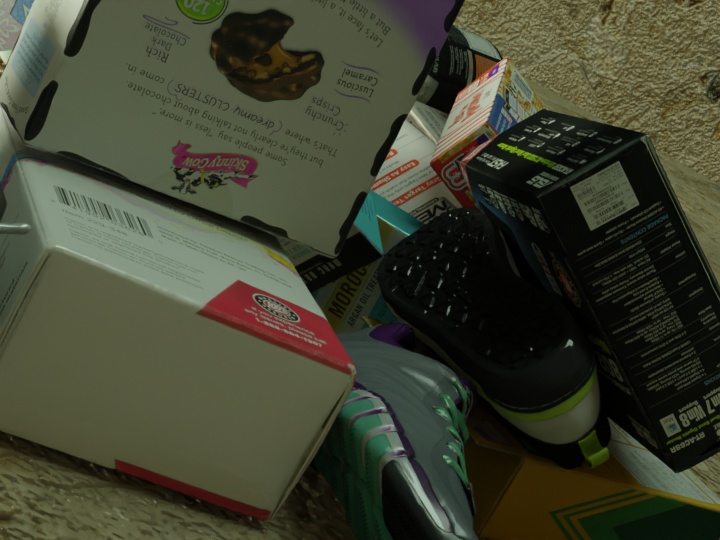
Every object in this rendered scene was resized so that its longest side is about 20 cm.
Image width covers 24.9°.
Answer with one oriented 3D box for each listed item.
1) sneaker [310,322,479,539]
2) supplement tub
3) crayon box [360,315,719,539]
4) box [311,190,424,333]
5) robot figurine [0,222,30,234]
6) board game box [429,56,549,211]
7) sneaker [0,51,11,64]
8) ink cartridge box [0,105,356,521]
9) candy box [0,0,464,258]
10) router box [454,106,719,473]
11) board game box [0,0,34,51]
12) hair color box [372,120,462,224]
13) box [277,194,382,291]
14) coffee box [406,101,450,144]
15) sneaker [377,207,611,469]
[{"bbox_3d":[0.027,0.075,0.725,0.087,0.075,0.200,-15,33,-18],"label":"sneaker"},{"bbox_3d":[0.080,-0.209,1.770,0.122,0.123,0.199,39,16,35],"label":"supplement tub"},{"bbox_3d":[0.091,0.098,0.875,0.199,0.052,0.126,19,17,-37],"label":"crayon box"},{"bbox_3d":[0.000,0.000,0.971,0.199,0.083,0.049,33,14,15],"label":"box"},{"bbox_3d":[-0.211,-0.018,0.557,0.169,0.114,0.199,3,-3,36],"label":"robot figurine"},{"bbox_3d":[0.129,-0.025,1.022,0.200,0.046,0.152,51,21,-10],"label":"board game box"},{"bbox_3d":[-0.149,-0.136,1.111,0.199,0.074,0.118,16,-5,-14],"label":"sneaker"},{"bbox_3d":[-0.104,0.009,0.729,0.147,0.086,0.200,23,14,-25],"label":"ink cartridge box"},{"bbox_3d":[-0.046,-0.128,0.734,0.167,0.201,0.072,20,14,-32],"label":"candy box"},{"bbox_3d":[0.124,0.002,0.834,0.151,0.062,0.200,61,-2,-11],"label":"router box"},{"bbox_3d":[-0.210,-0.170,0.964,0.198,0.044,0.199,-5,22,9],"label":"board game box"},{"bbox_3d":[0.003,-0.053,1.107,0.200,0.101,0.062,44,-22,46],"label":"hair color box"},{"bbox_3d":[-0.075,-0.063,0.860,0.200,0.082,0.049,47,24,-40],"label":"box"},{"bbox_3d":[0.090,-0.024,1.171,0.113,0.080,0.200,17,30,-42],"label":"coffee box"},{"bbox_3d":[0.068,0.040,0.832,0.083,0.071,0.200,60,-1,-30],"label":"sneaker"}]
